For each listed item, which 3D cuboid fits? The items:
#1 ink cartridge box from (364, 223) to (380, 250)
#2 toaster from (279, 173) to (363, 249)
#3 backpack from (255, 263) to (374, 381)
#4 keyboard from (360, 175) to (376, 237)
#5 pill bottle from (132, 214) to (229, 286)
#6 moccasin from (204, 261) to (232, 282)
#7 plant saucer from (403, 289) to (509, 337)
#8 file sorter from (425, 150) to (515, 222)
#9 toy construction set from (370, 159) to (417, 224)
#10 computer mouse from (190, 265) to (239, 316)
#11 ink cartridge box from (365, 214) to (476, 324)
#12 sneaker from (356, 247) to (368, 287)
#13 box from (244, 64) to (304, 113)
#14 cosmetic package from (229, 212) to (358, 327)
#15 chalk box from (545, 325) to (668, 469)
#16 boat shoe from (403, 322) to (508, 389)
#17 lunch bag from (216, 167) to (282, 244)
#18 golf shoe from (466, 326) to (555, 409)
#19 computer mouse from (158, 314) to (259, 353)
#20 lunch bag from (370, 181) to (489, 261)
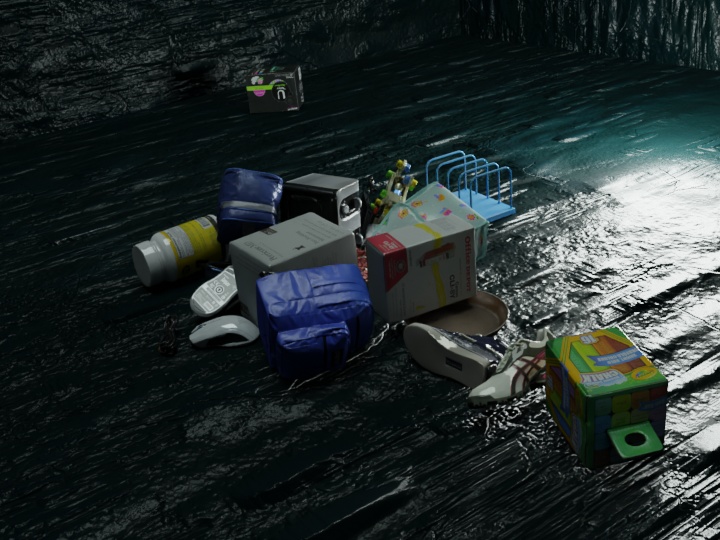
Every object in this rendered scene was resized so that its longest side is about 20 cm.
[{"bbox_3d":[0.107,-0.052,1.843,0.195,0.044,0.197,-1,26,3],"label":"ink cartridge box"},{"bbox_3d":[-0.091,-0.112,1.857,0.197,0.185,0.118,11,24,34],"label":"toaster"},{"bbox_3d":[-0.071,0.092,1.449,0.196,0.164,0.170,-13,56,-16],"label":"backpack"},{"bbox_3d":[0.015,-0.152,1.960,0.020,0.130,0.200,15,16,-8],"label":"keyboard"},{"bbox_3d":[-0.403,-0.042,1.855,0.197,0.117,0.113,-23,30,-32],"label":"pill bottle"},{"bbox_3d":[-0.237,0.001,1.777,0.195,0.070,0.081,-11,26,-12],"label":"moccasin"},{"bbox_3d":[0.178,0.092,1.534,0.195,0.033,0.201,-6,25,3],"label":"plant saucer"},{"bbox_3d":[0.264,-0.205,2.031,0.136,0.125,0.199,-19,28,-25],"label":"file sorter"},{"bbox_3d":[0.072,-0.168,1.971,0.090,0.200,0.134,20,72,2],"label":"toy construction set"},{"bbox_3d":[-0.264,0.029,1.694,0.199,0.044,0.109,-38,67,-23],"label":"computer mouse"},{"bbox_3d":[0.116,-0.005,1.542,0.196,0.148,0.083,-17,27,-22],"label":"ink cartridge box"},{"bbox_3d":[0.000,0.000,1.719,0.198,0.083,0.077,34,55,30],"label":"sneaker"},{"bbox_3d":[-0.329,-0.700,3.181,0.195,0.152,0.125,-2,26,9],"label":"box"},{"bbox_3d":[-0.125,0.010,1.616,0.197,0.169,0.164,-22,29,-31],"label":"cosmetic package"},{"bbox_3d":[0.355,0.189,1.175,0.122,0.127,0.201,-10,25,-7],"label":"chalk box"},{"bbox_3d":[0.170,0.137,1.407,0.092,0.076,0.198,-19,35,-40],"label":"boat shoe"},{"bbox_3d":[-0.246,-0.118,1.796,0.132,0.136,0.200,8,-19,-9],"label":"lunch bag"},{"bbox_3d":[0.238,0.159,1.292,0.197,0.090,0.077,-18,-6,-29],"label":"golf shoe"},{"bbox_3d":[-0.290,0.113,1.584,0.195,0.045,0.110,-5,24,3],"label":"computer mouse"},{"bbox_3d":[0.139,-0.066,1.695,0.198,0.124,0.170,-30,53,-24],"label":"lunch bag"}]
